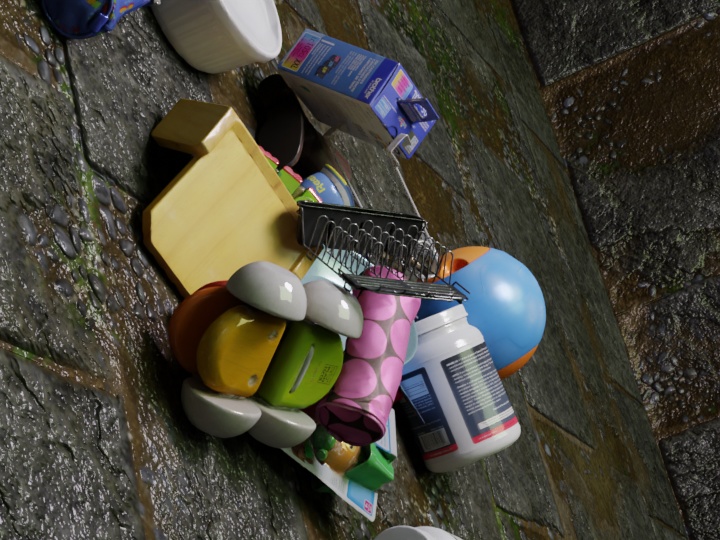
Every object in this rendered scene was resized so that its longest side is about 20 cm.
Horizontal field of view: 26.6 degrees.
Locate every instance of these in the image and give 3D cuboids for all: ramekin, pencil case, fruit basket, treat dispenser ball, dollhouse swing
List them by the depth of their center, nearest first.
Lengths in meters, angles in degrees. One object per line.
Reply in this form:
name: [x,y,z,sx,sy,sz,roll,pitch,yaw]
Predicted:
pencil case: [-0.270,-0.304,1.635,0.087,0.078,0.200,41,23,-5]
pencil case: [0.008,0.096,1.660,0.091,0.094,0.200,38,47,-21]
dollhouse swing: [-0.173,-0.052,1.677,0.182,0.176,0.200,17,-34,56]
fruit basket: [-0.040,0.159,1.700,0.200,0.094,0.185,49,25,-35]
ramekin: [-0.187,-0.336,1.882,0.202,0.094,0.202,53,22,-33]
treat dispenser ball: [0.168,0.065,2.209,0.201,0.201,0.201,54,22,-34]

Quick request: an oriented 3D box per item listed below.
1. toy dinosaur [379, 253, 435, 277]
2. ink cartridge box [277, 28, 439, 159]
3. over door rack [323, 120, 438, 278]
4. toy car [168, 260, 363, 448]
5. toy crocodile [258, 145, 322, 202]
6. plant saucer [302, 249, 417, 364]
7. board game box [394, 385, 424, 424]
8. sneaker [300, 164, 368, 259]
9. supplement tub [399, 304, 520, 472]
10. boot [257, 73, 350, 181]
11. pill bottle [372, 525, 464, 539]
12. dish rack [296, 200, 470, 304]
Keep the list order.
toy dinosaur: [0.045,-0.004,1.936,0.101,0.058,0.200,28,-28,45]
ink cartridge box: [0.008,-0.227,1.993,0.200,0.076,0.136,28,-12,35]
over door rack: [0.018,-0.087,1.985,0.067,0.148,0.200,-31,120,-29]
toy car: [-0.109,0.074,1.541,0.150,0.175,0.200,30,8,41]
toy crocodile: [-0.098,-0.102,1.818,0.200,0.062,0.068,39,-7,-9]
plant saucer: [-0.022,0.046,1.797,0.201,0.039,0.201,29,33,-21]
board game box: [0.010,0.124,1.945,0.200,0.039,0.158,56,-3,-3]
sneaker: [-0.044,-0.038,1.966,0.074,0.082,0.200,32,-35,53]
supplement tub: [0.120,0.160,2.059,0.200,0.140,0.140,68,18,3]
boot: [-0.065,-0.145,2.046,0.187,0.064,0.200,-97,160,-45]
pill bottle: [0.087,0.361,1.766,0.200,0.116,0.116,35,36,-57]
dish rack: [0.025,-0.017,1.618,0.200,0.153,0.055,-139,-123,-62]
